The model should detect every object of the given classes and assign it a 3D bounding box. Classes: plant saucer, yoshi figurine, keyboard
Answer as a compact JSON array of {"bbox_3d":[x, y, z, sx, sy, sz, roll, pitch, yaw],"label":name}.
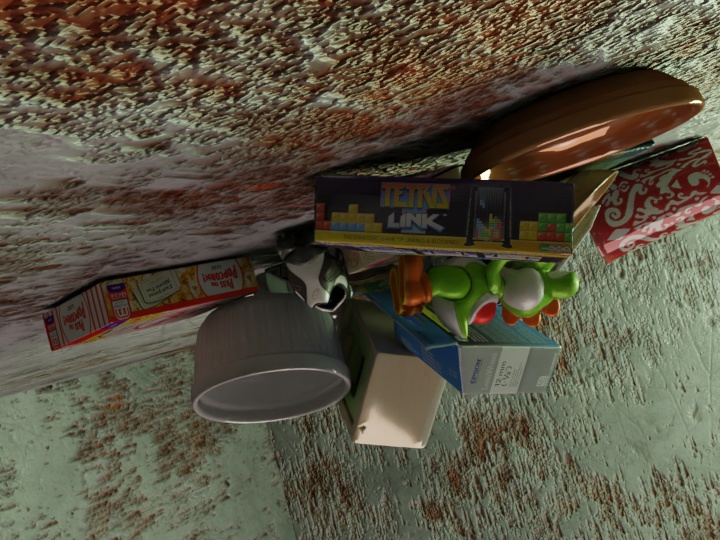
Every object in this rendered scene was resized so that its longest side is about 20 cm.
[{"bbox_3d":[0.174,-0.114,0.628,0.196,0.038,0.200,-16,176,-1],"label":"plant saucer"},{"bbox_3d":[0.234,-0.054,0.941,0.200,0.035,0.201,-44,166,-13],"label":"plant saucer"},{"bbox_3d":[0.133,-0.007,0.820,0.196,0.114,0.113,-2,-146,-8],"label":"yoshi figurine"},{"bbox_3d":[0.257,-0.002,1.012,0.057,0.011,0.201,-60,177,-46],"label":"keyboard"}]

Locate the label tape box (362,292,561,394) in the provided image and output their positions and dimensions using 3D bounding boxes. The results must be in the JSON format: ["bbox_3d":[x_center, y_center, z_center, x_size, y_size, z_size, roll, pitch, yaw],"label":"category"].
[{"bbox_3d":[0.110,0.083,0.890,0.197,0.067,0.143,3,-161,-32],"label":"label tape box"}]

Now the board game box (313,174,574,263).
[{"bbox_3d":[0.074,-0.041,0.650,0.196,0.058,0.165,3,178,10],"label":"board game box"}]

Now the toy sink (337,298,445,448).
[{"bbox_3d":[0.025,0.120,1.025,0.110,0.133,0.201,8,-157,-17],"label":"toy sink"}]

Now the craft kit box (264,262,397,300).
[{"bbox_3d":[-0.010,0.032,1.143,0.197,0.049,0.197,-18,146,24],"label":"craft kit box"}]

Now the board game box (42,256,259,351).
[{"bbox_3d":[-0.240,0.036,0.890,0.150,0.047,0.198,-21,175,43],"label":"board game box"}]

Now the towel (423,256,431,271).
[{"bbox_3d":[0.092,0.047,1.212,0.147,0.200,0.024,-46,140,6],"label":"towel"}]

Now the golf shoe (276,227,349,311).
[{"bbox_3d":[-0.051,0.004,0.904,0.076,0.096,0.200,-18,177,9],"label":"golf shoe"}]

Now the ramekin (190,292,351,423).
[{"bbox_3d":[-0.115,0.110,0.960,0.196,0.107,0.201,-8,153,-4],"label":"ramekin"}]

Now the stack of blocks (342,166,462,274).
[{"bbox_3d":[0.079,-0.057,0.846,0.114,0.060,0.199,-13,174,-42],"label":"stack of blocks"}]

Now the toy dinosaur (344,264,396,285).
[{"bbox_3d":[0.000,0.000,0.981,0.197,0.059,0.101,-6,-164,29],"label":"toy dinosaur"}]

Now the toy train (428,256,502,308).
[{"bbox_3d":[0.158,-0.010,1.029,0.086,0.116,0.199,-17,150,37],"label":"toy train"}]

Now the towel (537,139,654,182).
[{"bbox_3d":[0.254,-0.121,0.982,0.144,0.022,0.200,-16,174,-26],"label":"towel"}]

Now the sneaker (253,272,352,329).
[{"bbox_3d":[-0.062,0.040,1.060,0.099,0.079,0.199,-36,139,24],"label":"sneaker"}]

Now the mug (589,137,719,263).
[{"bbox_3d":[0.443,-0.127,1.170,0.198,0.180,0.133,-23,137,27],"label":"mug"}]
